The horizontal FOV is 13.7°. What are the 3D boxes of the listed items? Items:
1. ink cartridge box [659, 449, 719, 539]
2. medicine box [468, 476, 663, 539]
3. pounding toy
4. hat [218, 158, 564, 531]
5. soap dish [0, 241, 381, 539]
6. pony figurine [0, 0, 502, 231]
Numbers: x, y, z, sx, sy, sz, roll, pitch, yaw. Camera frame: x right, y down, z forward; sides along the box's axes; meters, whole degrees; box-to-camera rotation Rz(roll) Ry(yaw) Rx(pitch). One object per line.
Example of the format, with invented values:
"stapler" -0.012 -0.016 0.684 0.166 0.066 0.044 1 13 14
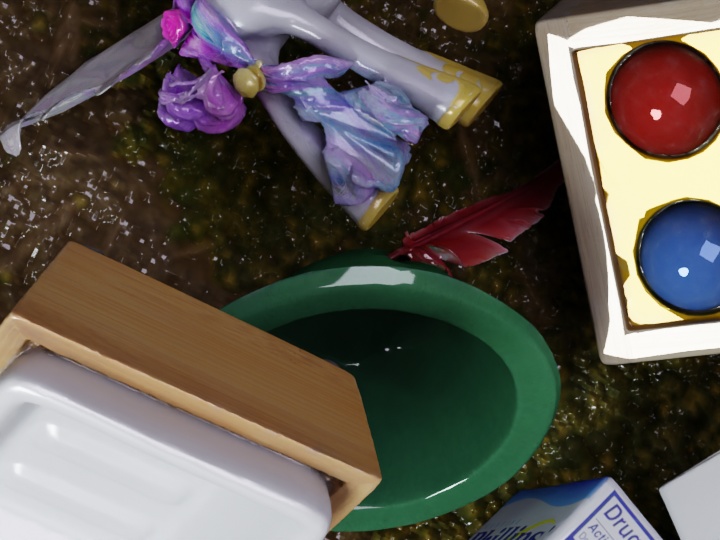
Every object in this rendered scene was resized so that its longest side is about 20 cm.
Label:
"ink cartridge box" 0.230 0.162 1.274 0.145 0.084 0.200 6 57 -53
"medicine box" 0.079 0.221 1.283 0.200 0.103 0.182 -42 98 -20
"pounding toy" 0.186 -0.064 1.267 0.200 0.142 0.184 -7 106 21
"hat" 0.000 0.000 1.312 0.200 0.166 0.176 26 39 -32
"soap dish" -0.100 0.080 1.195 0.157 0.200 0.081 25 52 -15
"pony figurine" -0.047 -0.112 1.263 0.200 0.167 0.193 40 43 3
